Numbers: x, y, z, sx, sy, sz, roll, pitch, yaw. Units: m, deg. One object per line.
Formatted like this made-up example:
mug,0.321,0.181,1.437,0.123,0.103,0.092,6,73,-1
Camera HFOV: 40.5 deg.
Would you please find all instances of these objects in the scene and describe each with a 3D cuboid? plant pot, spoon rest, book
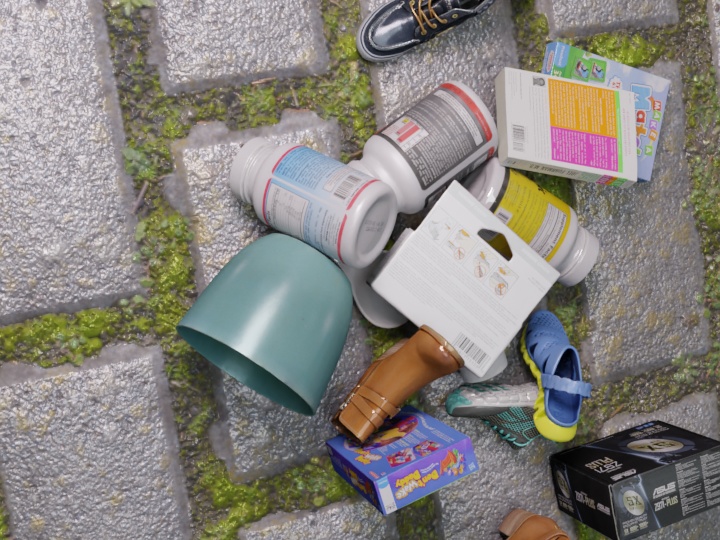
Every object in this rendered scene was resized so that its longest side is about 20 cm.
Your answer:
plant pot,-0.101,0.055,1.197,0.199,0.200,0.163,36,72,-17
spoon rest,0.000,0.000,1.293,0.198,0.060,0.100,34,83,-17
book,0.279,-0.191,1.321,0.196,0.048,0.136,9,67,-18

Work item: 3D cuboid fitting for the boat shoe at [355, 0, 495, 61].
boat shoe,0.088,-0.342,1.285,0.198,0.091,0.072,-31,102,-15

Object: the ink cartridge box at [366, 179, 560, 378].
ink cartridge box,0.134,0.011,1.276,0.199,0.044,0.174,39,89,-12

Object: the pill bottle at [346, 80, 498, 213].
pill bottle,0.074,-0.148,1.279,0.199,0.116,0.117,-37,104,-13

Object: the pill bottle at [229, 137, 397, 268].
pill bottle,-0.061,-0.089,1.195,0.198,0.109,0.110,27,83,25

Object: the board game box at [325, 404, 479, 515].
board game box,0.048,0.236,1.250,0.132,0.200,0.046,-21,100,-16

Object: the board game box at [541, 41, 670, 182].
board game box,0.345,-0.227,1.410,0.196,0.037,0.154,12,89,-20

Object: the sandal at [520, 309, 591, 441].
sandal,0.274,0.130,1.339,0.078,0.202,0.088,9,135,-15

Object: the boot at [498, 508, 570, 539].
boot,0.219,0.435,1.337,0.076,0.155,0.201,38,81,-17

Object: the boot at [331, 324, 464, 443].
boot,0.041,0.148,1.241,0.155,0.199,0.077,-45,103,-19

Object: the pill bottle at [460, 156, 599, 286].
pill bottle,0.228,-0.060,1.341,0.198,0.111,0.113,31,84,-19

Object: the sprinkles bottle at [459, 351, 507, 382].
sprinkles bottle,0.137,0.050,1.339,0.067,0.068,0.203,-25,101,-16

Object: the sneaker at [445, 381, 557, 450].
sneaker,0.211,0.209,1.374,0.196,0.077,0.093,2,97,-18

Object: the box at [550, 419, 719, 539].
box,0.399,0.296,1.395,0.196,0.163,0.088,-14,98,-17
